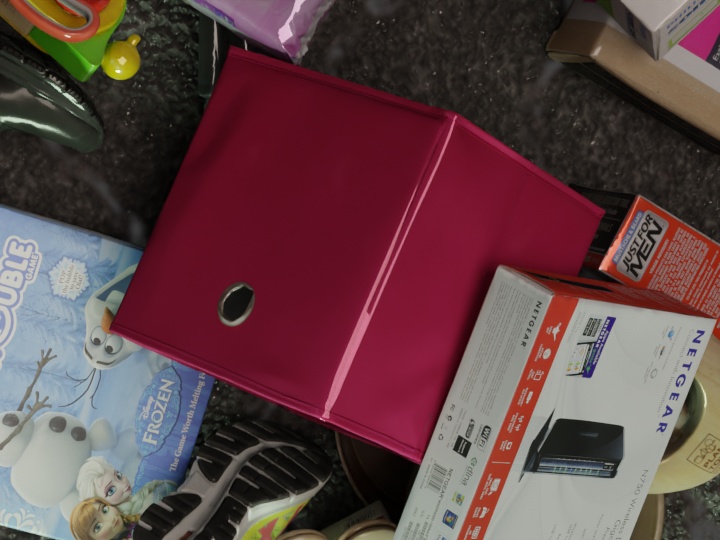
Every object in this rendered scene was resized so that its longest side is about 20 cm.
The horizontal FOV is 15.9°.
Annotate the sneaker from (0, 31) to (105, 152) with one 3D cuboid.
[{"bbox_3d":[-0.258,-0.117,1.633,0.200,0.076,0.091,27,96,-14],"label":"sneaker"}]

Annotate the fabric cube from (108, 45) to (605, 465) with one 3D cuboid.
[{"bbox_3d":[0.000,0.000,1.630,0.200,0.196,0.200,28,85,-51],"label":"fabric cube"}]

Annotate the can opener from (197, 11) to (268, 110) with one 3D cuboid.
[{"bbox_3d":[-0.073,-0.131,1.713,0.067,0.053,0.201,-6,99,-52],"label":"can opener"}]

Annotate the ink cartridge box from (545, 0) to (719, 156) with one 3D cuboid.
[{"bbox_3d":[0.250,-0.200,1.804,0.164,0.075,0.200,27,87,-22],"label":"ink cartridge box"}]

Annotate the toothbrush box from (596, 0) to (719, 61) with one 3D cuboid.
[{"bbox_3d":[0.180,-0.265,1.707,0.146,0.086,0.200,-43,77,0],"label":"toothbrush box"}]

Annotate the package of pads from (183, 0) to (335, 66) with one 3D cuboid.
[{"bbox_3d":[-0.090,-0.229,1.632,0.200,0.076,0.121,33,84,8],"label":"package of pads"}]

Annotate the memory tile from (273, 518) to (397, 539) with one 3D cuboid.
[{"bbox_3d":[-0.004,0.244,1.721,0.153,0.017,0.200,-5,128,-20],"label":"memory tile"}]

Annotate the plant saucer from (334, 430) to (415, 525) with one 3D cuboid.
[{"bbox_3d":[0.070,0.092,1.793,0.200,0.034,0.201,-2,97,-19],"label":"plant saucer"}]

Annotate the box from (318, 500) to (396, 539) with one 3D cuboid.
[{"bbox_3d":[-0.063,0.219,1.724,0.200,0.041,0.039,-28,99,1],"label":"box"}]

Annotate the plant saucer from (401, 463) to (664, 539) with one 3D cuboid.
[{"bbox_3d":[0.117,0.170,1.788,0.199,0.029,0.201,-3,97,-21],"label":"plant saucer"}]

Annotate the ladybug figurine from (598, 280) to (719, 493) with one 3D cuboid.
[{"bbox_3d":[0.175,0.074,1.734,0.200,0.072,0.136,33,106,-22],"label":"ladybug figurine"}]

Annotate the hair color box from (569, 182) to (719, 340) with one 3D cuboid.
[{"bbox_3d":[0.233,0.015,1.804,0.200,0.111,0.064,31,85,-20],"label":"hair color box"}]

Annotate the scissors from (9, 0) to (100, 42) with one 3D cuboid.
[{"bbox_3d":[-0.234,-0.219,1.603,0.200,0.014,0.073,37,65,2],"label":"scissors"}]

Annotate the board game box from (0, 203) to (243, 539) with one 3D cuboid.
[{"bbox_3d":[-0.198,0.072,1.684,0.199,0.043,0.201,17,90,-21],"label":"board game box"}]

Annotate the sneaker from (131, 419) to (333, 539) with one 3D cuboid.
[{"bbox_3d":[-0.092,0.171,1.702,0.200,0.078,0.090,-34,148,-47],"label":"sneaker"}]

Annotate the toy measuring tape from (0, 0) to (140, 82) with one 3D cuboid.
[{"bbox_3d":[-0.213,-0.198,1.641,0.200,0.074,0.074,42,81,-4],"label":"toy measuring tape"}]

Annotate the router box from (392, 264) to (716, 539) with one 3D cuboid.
[{"bbox_3d":[0.122,0.103,1.611,0.179,0.049,0.201,8,106,-48],"label":"router box"}]
